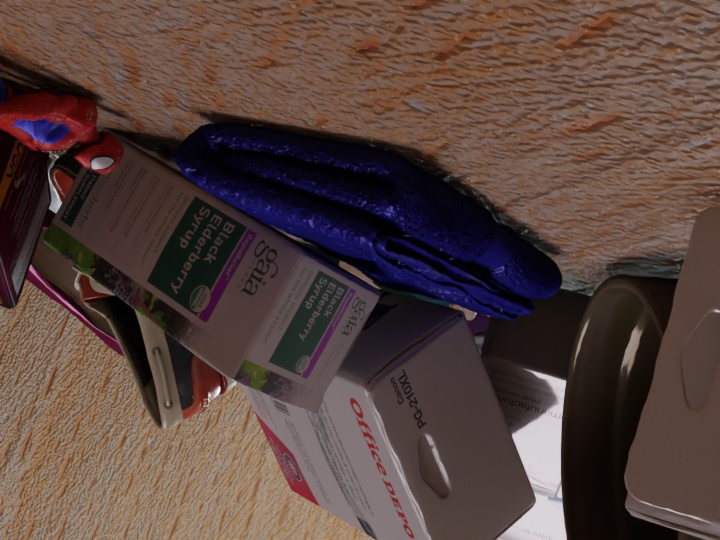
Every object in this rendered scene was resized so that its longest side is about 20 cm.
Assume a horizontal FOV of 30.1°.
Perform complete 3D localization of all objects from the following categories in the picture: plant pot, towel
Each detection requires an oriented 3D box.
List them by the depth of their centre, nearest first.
[{"bbox_3d":[0.008,-0.020,0.720,0.146,0.050,0.199,12,172,32],"label":"towel"},{"bbox_3d":[0.217,0.103,0.723,0.171,0.203,0.200,0,176,-7],"label":"plant pot"}]

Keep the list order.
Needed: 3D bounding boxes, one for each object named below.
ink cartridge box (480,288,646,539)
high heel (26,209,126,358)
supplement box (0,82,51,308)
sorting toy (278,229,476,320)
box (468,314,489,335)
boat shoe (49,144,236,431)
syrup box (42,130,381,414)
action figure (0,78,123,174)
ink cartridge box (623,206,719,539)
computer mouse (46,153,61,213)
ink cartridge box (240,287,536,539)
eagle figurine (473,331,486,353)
[{"bbox_3d":[0.144,0.117,0.912,0.145,0.086,0.202,16,133,9],"label":"ink cartridge box"},{"bbox_3d":[-0.186,0.017,0.992,0.200,0.067,0.096,42,177,-5],"label":"high heel"},{"bbox_3d":[-0.260,-0.053,0.832,0.109,0.087,0.200,18,163,-5],"label":"supplement box"},{"bbox_3d":[0.000,0.000,0.964,0.183,0.037,0.200,17,174,3],"label":"sorting toy"},{"bbox_3d":[0.063,0.056,1.254,0.135,0.040,0.200,17,173,8],"label":"box"},{"bbox_3d":[-0.159,0.011,0.908,0.202,0.062,0.071,60,153,-5],"label":"boat shoe"},{"bbox_3d":[-0.090,-0.002,0.781,0.199,0.079,0.081,31,-179,41],"label":"syrup box"},{"bbox_3d":[-0.205,-0.092,0.694,0.199,0.052,0.065,20,170,-42],"label":"action figure"},{"bbox_3d":[0.211,0.063,0.526,0.198,0.130,0.125,19,173,-19],"label":"ink cartridge box"},{"bbox_3d":[-0.264,-0.071,1.029,0.108,0.044,0.200,15,173,8],"label":"computer mouse"},{"bbox_3d":[0.006,0.092,0.869,0.199,0.084,0.146,14,132,58],"label":"ink cartridge box"},{"bbox_3d":[0.188,0.097,1.033,0.200,0.150,0.152,45,137,16],"label":"eagle figurine"}]
